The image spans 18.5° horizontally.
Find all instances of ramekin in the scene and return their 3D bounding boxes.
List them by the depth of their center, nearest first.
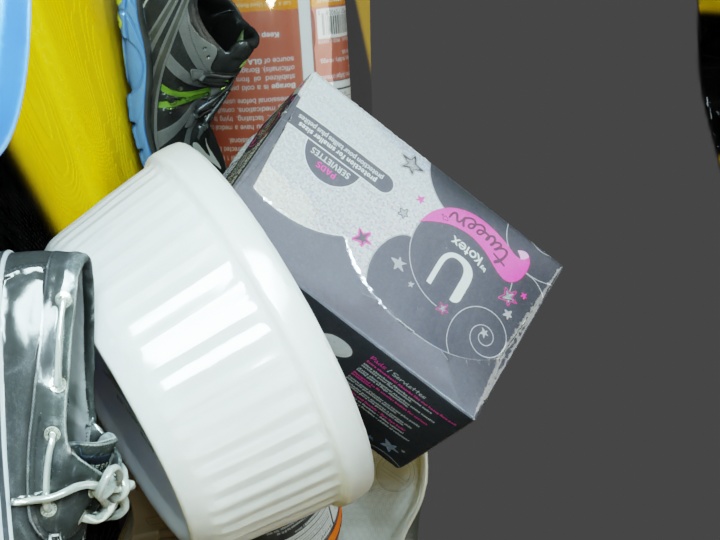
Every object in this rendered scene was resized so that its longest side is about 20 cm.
[{"bbox_3d":[-0.083,0.045,1.089,0.203,0.094,0.203,55,-15,23],"label":"ramekin"}]

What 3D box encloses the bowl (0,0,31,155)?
[{"bbox_3d":[-0.175,-0.142,0.880,0.201,0.039,0.203,-3,90,-85],"label":"bowl"}]

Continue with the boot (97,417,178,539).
[{"bbox_3d":[-0.105,0.090,1.282,0.167,0.072,0.201,-83,165,-48],"label":"boot"}]

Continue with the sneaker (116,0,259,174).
[{"bbox_3d":[-0.102,-0.121,1.363,0.071,0.082,0.201,-87,174,-52],"label":"sneaker"}]

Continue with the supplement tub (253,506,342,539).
[{"bbox_3d":[-0.069,0.140,1.452,0.201,0.106,0.108,80,9,-54],"label":"supplement tub"}]

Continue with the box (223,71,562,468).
[{"bbox_3d":[0.000,0.000,1.348,0.133,0.200,0.115,-57,-170,-30],"label":"box"}]

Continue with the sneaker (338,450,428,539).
[{"bbox_3d":[0.015,0.198,1.693,0.099,0.070,0.202,52,43,-83],"label":"sneaker"}]

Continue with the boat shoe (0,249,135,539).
[{"bbox_3d":[-0.137,0.090,0.994,0.074,0.067,0.201,-21,108,-84],"label":"boat shoe"}]

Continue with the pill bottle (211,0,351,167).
[{"bbox_3d":[-0.061,-0.116,1.623,0.112,0.111,0.202,-57,145,-80],"label":"pill bottle"}]
